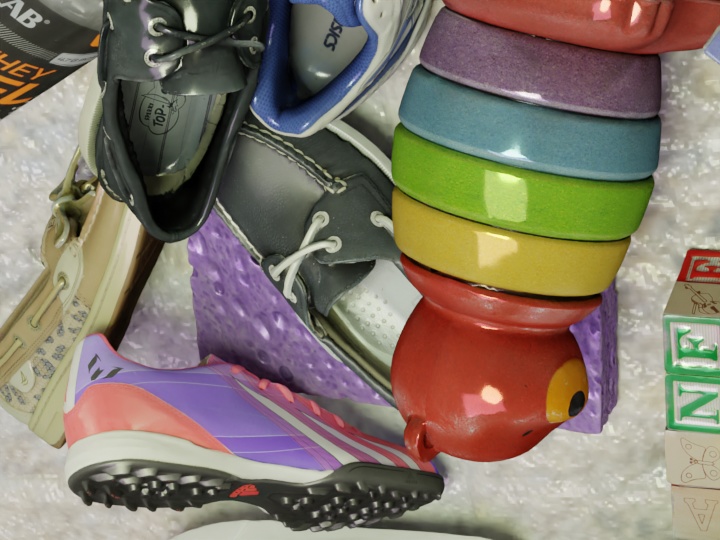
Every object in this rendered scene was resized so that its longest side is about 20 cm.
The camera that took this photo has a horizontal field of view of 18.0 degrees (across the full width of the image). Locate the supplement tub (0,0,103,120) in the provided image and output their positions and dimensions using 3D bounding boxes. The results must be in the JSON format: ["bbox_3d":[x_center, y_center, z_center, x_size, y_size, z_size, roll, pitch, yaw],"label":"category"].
[{"bbox_3d":[-0.158,-0.131,0.957,0.199,0.123,0.123,-29,108,34],"label":"supplement tub"}]

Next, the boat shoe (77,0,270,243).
[{"bbox_3d":[-0.068,-0.085,0.888,0.066,0.074,0.200,63,146,31],"label":"boat shoe"}]

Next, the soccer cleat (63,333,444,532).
[{"bbox_3d":[-0.045,0.075,1.051,0.199,0.074,0.068,10,151,-33],"label":"soccer cleat"}]

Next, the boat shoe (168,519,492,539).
[{"bbox_3d":[-0.017,0.165,1.116,0.199,0.064,0.071,-3,147,23],"label":"boat shoe"}]

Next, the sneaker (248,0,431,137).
[{"bbox_3d":[0.009,-0.138,0.908,0.075,0.088,0.201,23,126,8],"label":"sneaker"}]

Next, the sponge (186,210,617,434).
[{"bbox_3d":[0.017,0.010,1.036,0.199,0.030,0.112,7,122,19],"label":"sponge"}]

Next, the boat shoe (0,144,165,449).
[{"bbox_3d":[-0.135,0.004,1.066,0.062,0.073,0.200,27,128,0],"label":"boat shoe"}]

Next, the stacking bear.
[{"bbox_3d":[0.063,-0.020,0.904,0.113,0.121,0.201,18,104,28],"label":"stacking bear"}]

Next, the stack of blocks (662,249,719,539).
[{"bbox_3d":[0.188,0.022,0.955,0.114,0.059,0.201,5,122,18],"label":"stack of blocks"}]

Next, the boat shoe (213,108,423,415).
[{"bbox_3d":[0.000,0.000,0.980,0.200,0.060,0.076,37,125,-2],"label":"boat shoe"}]

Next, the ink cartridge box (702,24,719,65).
[{"bbox_3d":[0.254,-0.100,0.773,0.197,0.047,0.200,37,85,6],"label":"ink cartridge box"}]
